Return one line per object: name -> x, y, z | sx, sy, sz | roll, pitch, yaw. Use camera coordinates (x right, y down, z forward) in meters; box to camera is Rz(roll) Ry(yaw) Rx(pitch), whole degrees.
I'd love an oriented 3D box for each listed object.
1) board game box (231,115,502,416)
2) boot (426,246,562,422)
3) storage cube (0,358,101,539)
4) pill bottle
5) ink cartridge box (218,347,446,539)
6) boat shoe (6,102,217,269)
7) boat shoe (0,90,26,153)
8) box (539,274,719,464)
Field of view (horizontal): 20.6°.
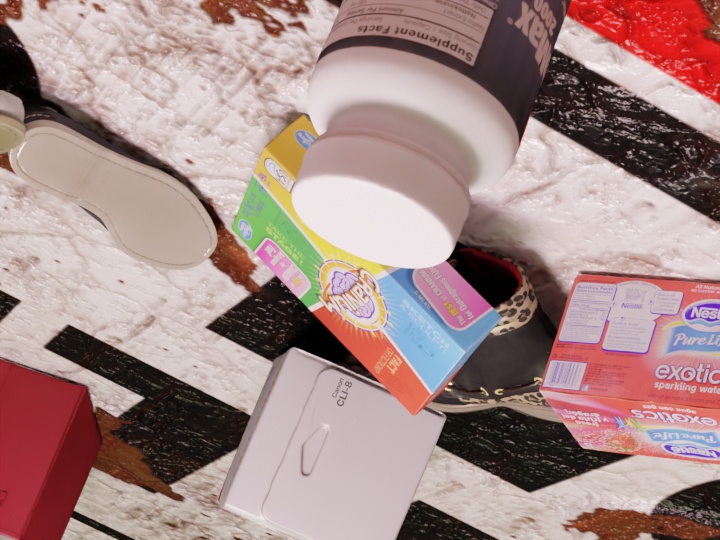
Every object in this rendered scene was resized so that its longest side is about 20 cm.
board game box -> 0.000, 0.000, 1.424 | 0.200, 0.040, 0.153 | 45, 156, 7
boot -> 0.079, 0.047, 1.517 | 0.200, 0.073, 0.151 | 10, 150, 39
storage cube -> -0.387, 0.204, 2.085 | 0.171, 0.180, 0.200 | 18, 155, 7
pill bottle -> 0.038, -0.108, 1.070 | 0.119, 0.200, 0.120 | 17, 156, 8
ink cartridge box -> -0.029, 0.160, 1.687 | 0.144, 0.146, 0.200 | 23, 174, -3
boat shoe -> -0.191, -0.069, 1.535 | 0.200, 0.073, 0.063 | 33, -163, -36
boat shoe -> -0.321, -0.123, 1.482 | 0.200, 0.069, 0.075 | -2, 160, 39
box -> 0.242, 0.072, 1.404 | 0.200, 0.103, 0.095 | 3, 151, 32
